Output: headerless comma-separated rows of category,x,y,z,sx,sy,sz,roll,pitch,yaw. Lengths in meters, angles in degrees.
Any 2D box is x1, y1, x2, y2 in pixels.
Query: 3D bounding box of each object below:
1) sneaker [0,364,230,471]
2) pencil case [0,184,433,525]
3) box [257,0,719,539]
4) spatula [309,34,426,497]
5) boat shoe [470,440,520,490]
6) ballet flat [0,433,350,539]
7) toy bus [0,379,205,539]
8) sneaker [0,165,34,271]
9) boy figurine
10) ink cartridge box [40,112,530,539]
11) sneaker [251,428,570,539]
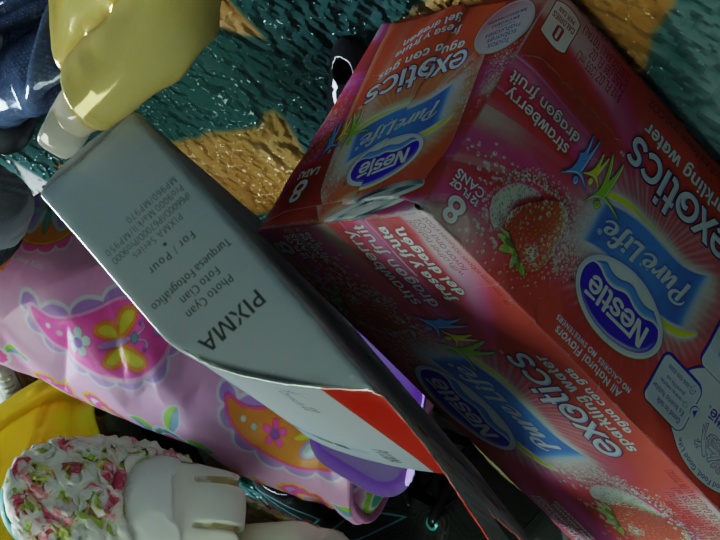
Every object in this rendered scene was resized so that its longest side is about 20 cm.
sneaker,-0.142,0.065,1.349,0.088,0.076,0.200,13,146,42
pencil case,-0.067,0.033,1.201,0.200,0.087,0.087,21,153,20
box,0.075,0.008,0.983,0.200,0.100,0.095,44,151,-27
spatula,0.000,0.000,1.069,0.057,0.021,0.200,29,138,36
boat shoe,0.111,0.070,1.099,0.201,0.072,0.066,44,138,-18
ballet flat,-0.054,0.110,1.173,0.064,0.076,0.200,-24,143,39
toy bus,-0.107,0.166,1.220,0.200,0.136,0.192,48,-167,-13
sneaker,-0.195,0.002,1.187,0.078,0.112,0.200,10,-170,-24
boy figurine,-0.082,-0.098,0.941,0.064,0.124,0.200,23,153,-27
ink cartridge box,-0.011,0.048,0.979,0.200,0.047,0.160,50,-178,20
sneaker,0.019,0.100,1.237,0.200,0.075,0.079,-6,134,51
